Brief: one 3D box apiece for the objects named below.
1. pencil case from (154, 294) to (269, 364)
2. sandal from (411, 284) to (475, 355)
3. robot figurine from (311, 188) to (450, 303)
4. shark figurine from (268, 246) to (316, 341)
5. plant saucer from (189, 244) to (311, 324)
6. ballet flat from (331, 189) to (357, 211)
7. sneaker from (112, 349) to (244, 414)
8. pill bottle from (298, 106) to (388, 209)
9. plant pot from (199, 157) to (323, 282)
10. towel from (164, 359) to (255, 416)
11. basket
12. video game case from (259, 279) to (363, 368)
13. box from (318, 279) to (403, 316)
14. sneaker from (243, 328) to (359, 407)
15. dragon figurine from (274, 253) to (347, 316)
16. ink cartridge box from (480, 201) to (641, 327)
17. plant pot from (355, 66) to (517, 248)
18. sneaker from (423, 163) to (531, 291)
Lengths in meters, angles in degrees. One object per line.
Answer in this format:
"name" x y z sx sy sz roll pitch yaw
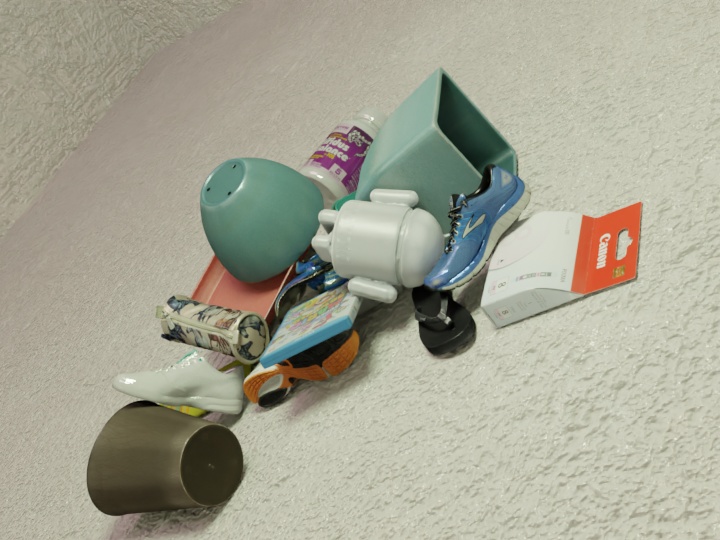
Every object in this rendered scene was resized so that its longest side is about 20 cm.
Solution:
"pencil case" -0.226 0.088 1.652 0.199 0.089 0.078 10 98 43
"sandal" 0.102 0.054 1.482 0.076 0.043 0.200 -37 25 6
"robot figurine" 0.034 -0.037 1.539 0.199 0.113 0.171 8 75 16
"shark figurine" -0.137 0.027 1.785 0.215 0.089 0.128 -59 8 -3
"plant saucer" -0.173 0.002 1.755 0.199 0.037 0.201 8 63 44
"ballet flat" 0.026 -0.119 1.824 0.199 0.067 0.070 -29 -18 -28
"sneaker" -0.272 0.161 1.629 0.075 0.199 0.089 180 100 -70
"pill bottle" -0.023 -0.207 1.993 0.112 0.112 0.200 -1 46 53
"plant pot" -0.176 -0.101 1.712 0.199 0.135 0.201 -22 46 25
"towel" -0.252 0.206 1.748 0.199 0.018 0.086 -30 33 18
"basket" -0.272 0.273 1.537 0.199 0.136 0.181 -5 48 45
"video game case" -0.062 0.069 1.555 0.143 0.018 0.200 -26 13 16
"box" 0.000 0.000 1.715 0.144 0.036 0.200 -31 26 18
"sneaker" -0.086 0.122 1.596 0.199 0.076 0.092 -27 24 23
"dragon figurine" -0.050 -0.005 1.652 0.199 0.059 0.099 -32 9 -22
"ink cartridge box" 0.258 -0.023 1.392 0.199 0.057 0.163 -27 27 35
"plant pot" 0.102 -0.146 1.645 0.200 0.196 0.197 -33 25 27
"sneaker" 0.142 -0.059 1.463 0.200 0.089 0.078 -55 16 -9
